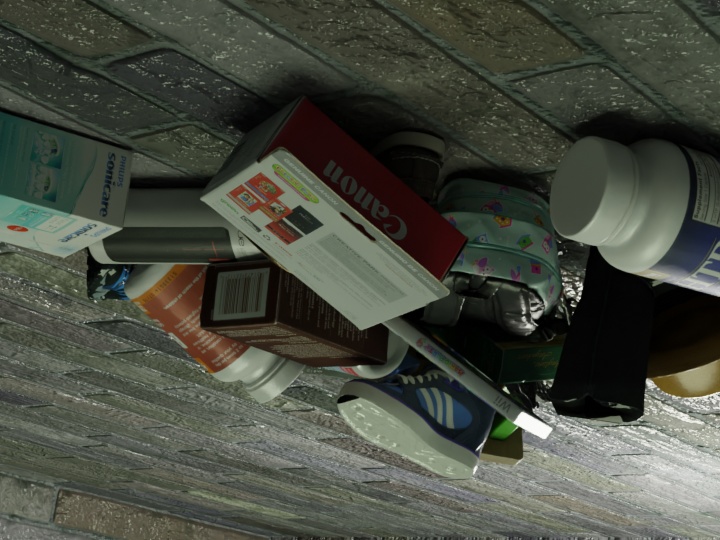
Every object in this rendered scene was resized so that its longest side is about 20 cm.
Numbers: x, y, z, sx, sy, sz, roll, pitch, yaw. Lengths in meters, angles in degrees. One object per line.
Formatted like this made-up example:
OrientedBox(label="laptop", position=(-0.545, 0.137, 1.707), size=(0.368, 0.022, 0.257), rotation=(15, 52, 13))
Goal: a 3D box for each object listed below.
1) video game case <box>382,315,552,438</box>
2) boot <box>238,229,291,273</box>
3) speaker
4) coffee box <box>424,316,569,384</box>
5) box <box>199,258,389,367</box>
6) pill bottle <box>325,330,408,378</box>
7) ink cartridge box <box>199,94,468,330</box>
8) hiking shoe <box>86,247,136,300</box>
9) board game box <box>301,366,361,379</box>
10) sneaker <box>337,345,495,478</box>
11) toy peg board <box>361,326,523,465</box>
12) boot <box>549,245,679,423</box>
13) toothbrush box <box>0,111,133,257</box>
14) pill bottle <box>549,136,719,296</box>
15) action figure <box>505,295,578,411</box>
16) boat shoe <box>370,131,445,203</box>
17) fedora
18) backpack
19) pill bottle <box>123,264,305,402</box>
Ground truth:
OrientedBox(label="video game case", position=(0.099, 0.099, 1.573), size=(0.200, 0.018, 0.143), rotation=(37, -179, 23))
OrientedBox(label="boot", position=(-0.036, -0.013, 1.500), size=(0.200, 0.075, 0.074), rotation=(40, 167, -8))
OrientedBox(label="speaker", position=(-0.175, -0.046, 1.582), size=(0.200, 0.081, 0.081), rotation=(1, 162, 18))
OrientedBox(label="coffee box", position=(0.149, 0.061, 1.675), size=(0.123, 0.044, 0.200), rotation=(-1, -158, -28))
OrientedBox(label="box", position=(-0.063, 0.047, 1.601), size=(0.100, 0.075, 0.200), rotation=(-5, 161, 33))
OrientedBox(label="pill bottle", position=(-0.047, 0.056, 1.789), size=(0.200, 0.109, 0.109), rotation=(10, 169, 39))
OrientedBox(label="ink cartridge box", position=(-0.014, -0.051, 1.364), size=(0.200, 0.084, 0.176), rotation=(40, 154, -15))
OrientedBox(label="hiking shoe", position=(-0.270, -0.007, 1.778), size=(0.087, 0.074, 0.200), rotation=(1, 174, -9))
OrientedBox(label="board game box", position=(0.020, 0.095, 1.918), size=(0.200, 0.028, 0.135), rotation=(8, -156, -11))
OrientedBox(label="sneaker", position=(0.067, 0.123, 1.677), size=(0.200, 0.147, 0.081), rotation=(34, 147, -30))
OrientedBox(label="toy peg board", position=(0.110, 0.105, 1.818), size=(0.199, 0.200, 0.098), rotation=(12, 145, -17))
OrientedBox(label="boot", position=(0.282, 0.054, 1.529), size=(0.165, 0.200, 0.066), rotation=(-7, 137, 36))
OrientedBox(label="toothbrush box", position=(-0.342, -0.087, 1.495), size=(0.200, 0.085, 0.146), rotation=(15, 161, -32))
OrientedBox(label="pill bottle", position=(0.272, -0.049, 1.348), size=(0.200, 0.120, 0.120), rotation=(14, 162, -23))
OrientedBox(label="action figure", position=(0.254, 0.071, 1.745), size=(0.119, 0.200, 0.102), rotation=(11, 135, 52))
OrientedBox(label="boat shoe", position=(0.020, -0.072, 1.459), size=(0.072, 0.060, 0.200), rotation=(13, 162, -20))
OrientedBox(label="fedora", position=(0.353, 0.073, 1.604), size=(0.200, 0.201, 0.082), rotation=(-7, 122, 37))
OrientedBox(label="backpack", position=(0.123, -0.008, 1.520), size=(0.167, 0.127, 0.200), rotation=(3, 166, 7))
OrientedBox(label="pill bottle", position=(-0.152, 0.049, 1.694), size=(0.200, 0.112, 0.112), rotation=(45, 150, -15))
